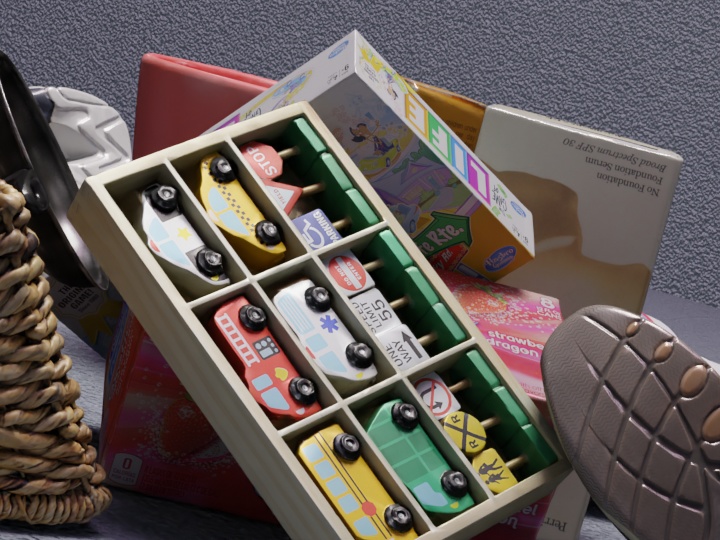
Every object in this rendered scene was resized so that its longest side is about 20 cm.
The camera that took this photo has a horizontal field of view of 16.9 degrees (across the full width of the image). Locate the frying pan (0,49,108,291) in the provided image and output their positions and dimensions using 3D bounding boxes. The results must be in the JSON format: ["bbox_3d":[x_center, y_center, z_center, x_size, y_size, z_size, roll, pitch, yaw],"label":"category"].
[{"bbox_3d":[-0.134,-0.024,1.030,0.031,0.115,0.190,-24,30,2],"label":"frying pan"}]

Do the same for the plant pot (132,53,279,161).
[{"bbox_3d":[-0.049,-0.016,1.396,0.199,0.179,0.200,15,6,-2],"label":"plant pot"}]

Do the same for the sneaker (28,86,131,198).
[{"bbox_3d":[-0.220,-0.055,1.144,0.198,0.080,0.129,12,-30,-42],"label":"sneaker"}]

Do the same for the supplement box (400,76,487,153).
[{"bbox_3d":[0.000,0.000,1.236,0.066,0.201,0.069,20,8,43],"label":"supplement box"}]

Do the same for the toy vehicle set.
[{"bbox_3d":[-0.015,0.029,0.994,0.124,0.027,0.200,-24,71,-40],"label":"toy vehicle set"}]

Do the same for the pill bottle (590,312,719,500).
[{"bbox_3d":[0.109,0.064,1.338,0.199,0.109,0.109,19,3,-24],"label":"pill bottle"}]

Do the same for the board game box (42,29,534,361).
[{"bbox_3d":[-0.038,-0.008,1.133,0.134,0.199,0.034,43,28,-29],"label":"board game box"}]

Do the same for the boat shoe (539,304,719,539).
[{"bbox_3d":[0.141,0.105,0.998,0.200,0.074,0.073,53,-12,15],"label":"boat shoe"}]

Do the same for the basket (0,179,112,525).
[{"bbox_3d":[-0.214,0.041,0.973,0.142,0.150,0.200,-27,28,-28],"label":"basket"}]

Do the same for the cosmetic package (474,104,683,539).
[{"bbox_3d":[0.086,0.026,1.209,0.104,0.201,0.071,14,6,5],"label":"cosmetic package"}]

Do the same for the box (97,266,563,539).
[{"bbox_3d":[-0.010,0.052,1.089,0.199,0.095,0.103,14,27,-10],"label":"box"}]
